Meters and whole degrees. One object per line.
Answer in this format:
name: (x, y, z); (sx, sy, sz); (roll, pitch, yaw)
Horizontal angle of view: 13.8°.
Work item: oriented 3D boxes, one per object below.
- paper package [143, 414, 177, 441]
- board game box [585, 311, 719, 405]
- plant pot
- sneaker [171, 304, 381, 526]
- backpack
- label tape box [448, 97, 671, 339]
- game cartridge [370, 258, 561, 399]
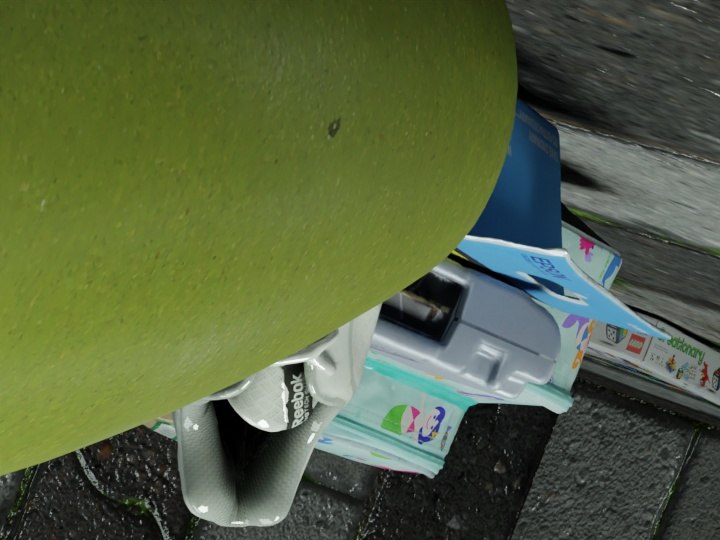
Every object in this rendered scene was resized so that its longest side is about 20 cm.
paper package: (-0.086, 0.023, 1.963); (0.103, 0.191, 0.200); (21, 177, -8)
board game box: (0.149, 0.036, 2.036); (0.200, 0.035, 0.126); (20, 177, 37)
plant pot: (-0.064, -0.043, 0.582); (0.187, 0.188, 0.200); (20, -168, 39)
sneaker: (-0.016, -0.006, 0.841); (0.075, 0.081, 0.200); (11, 134, -5)
backpack: (0.000, 0.000, 1.226); (0.200, 0.151, 0.177); (13, 171, 44)
label tape box: (0.005, -0.046, 0.972); (0.199, 0.066, 0.143); (19, 176, 22)
game cartridge: (-0.044, -0.012, 0.975); (0.199, 0.041, 0.133); (23, 173, -19)
